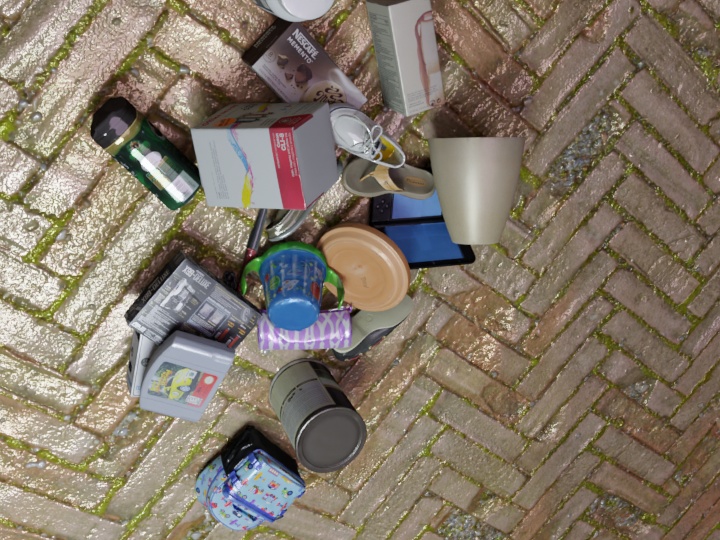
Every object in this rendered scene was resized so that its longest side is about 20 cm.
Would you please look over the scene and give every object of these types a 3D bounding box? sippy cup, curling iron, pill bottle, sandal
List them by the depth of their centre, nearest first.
[{"bbox_3d":[-0.114,-0.465,1.328,0.115,0.200,0.117,-9,116,-20],"label":"pill bottle"},{"bbox_3d":[-0.127,0.038,1.558,0.176,0.131,0.140,-15,135,11],"label":"sippy cup"},{"bbox_3d":[-0.217,-0.037,1.573,0.049,0.026,0.201,20,103,-32],"label":"curling iron"},{"bbox_3d":[0.060,-0.179,1.585,0.198,0.054,0.081,6,80,-18],"label":"sandal"}]

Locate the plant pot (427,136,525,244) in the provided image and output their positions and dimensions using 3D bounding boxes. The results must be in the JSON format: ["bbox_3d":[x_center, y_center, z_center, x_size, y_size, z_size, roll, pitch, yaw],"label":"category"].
[{"bbox_3d":[0.222,-0.155,1.589,0.186,0.187,0.202,-4,99,-21],"label":"plant pot"}]

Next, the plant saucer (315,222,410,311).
[{"bbox_3d":[0.000,0.000,1.602,0.032,0.199,0.201,-56,134,-45],"label":"plant saucer"}]

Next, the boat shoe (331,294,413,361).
[{"bbox_3d":[0.024,0.117,1.727,0.201,0.074,0.063,-33,152,-16],"label":"boat shoe"}]

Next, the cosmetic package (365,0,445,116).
[{"bbox_3d":[0.083,-0.396,1.501,0.087,0.103,0.201,-21,120,-15],"label":"cosmetic package"}]

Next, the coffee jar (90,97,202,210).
[{"bbox_3d":[-0.363,-0.199,1.395,0.085,0.104,0.200,-42,121,3],"label":"coffee jar"}]

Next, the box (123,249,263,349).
[{"bbox_3d":[-0.302,0.082,1.506,0.158,0.050,0.200,-49,123,2],"label":"box"}]

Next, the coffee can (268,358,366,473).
[{"bbox_3d":[-0.091,0.289,1.669,0.145,0.200,0.148,-9,116,-19],"label":"coffee can"}]

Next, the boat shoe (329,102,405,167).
[{"bbox_3d":[0.013,-0.229,1.475,0.201,0.086,0.075,26,104,-48],"label":"boat shoe"}]

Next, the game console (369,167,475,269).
[{"bbox_3d":[0.129,-0.107,1.638,0.198,0.119,0.174,-5,114,-22],"label":"game console"}]

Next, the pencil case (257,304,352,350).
[{"bbox_3d":[-0.109,0.113,1.634,0.198,0.084,0.086,-3,113,-9],"label":"pencil case"}]

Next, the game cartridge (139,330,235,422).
[{"bbox_3d":[-0.326,0.197,1.509,0.132,0.041,0.201,21,125,-18],"label":"game cartridge"}]

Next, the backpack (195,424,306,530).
[{"bbox_3d":[-0.237,0.455,1.721,0.200,0.135,0.183,-42,121,2],"label":"backpack"}]

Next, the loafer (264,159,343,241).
[{"bbox_3d":[-0.118,-0.143,1.551,0.070,0.075,0.200,40,89,-20],"label":"loafer"}]

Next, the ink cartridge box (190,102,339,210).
[{"bbox_3d":[-0.161,-0.197,1.406,0.198,0.145,0.146,3,119,23],"label":"ink cartridge box"}]

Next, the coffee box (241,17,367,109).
[{"bbox_3d":[-0.098,-0.339,1.460,0.113,0.080,0.200,-45,122,1],"label":"coffee box"}]

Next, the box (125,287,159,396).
[{"bbox_3d":[-0.371,0.138,1.565,0.116,0.060,0.202,7,109,-26],"label":"box"}]
